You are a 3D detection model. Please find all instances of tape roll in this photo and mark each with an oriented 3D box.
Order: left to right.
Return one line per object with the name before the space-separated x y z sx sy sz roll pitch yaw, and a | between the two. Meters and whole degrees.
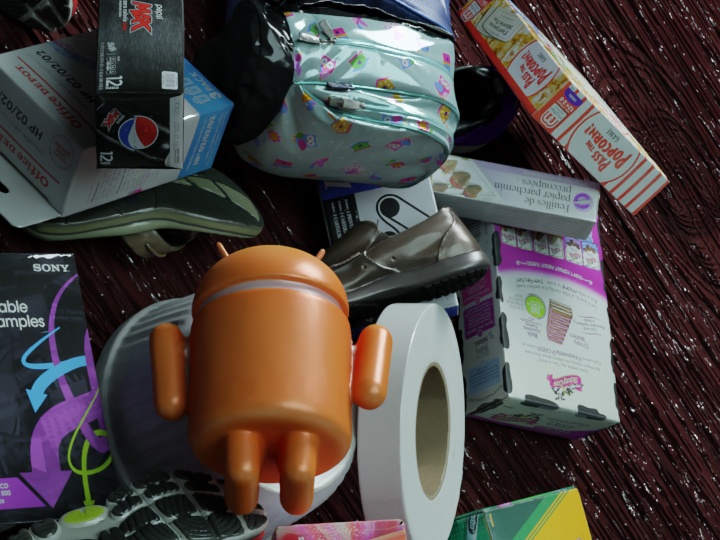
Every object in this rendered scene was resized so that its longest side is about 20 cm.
tape roll | 0.042 0.126 1.761 0.203 0.037 0.204 0 90 -74

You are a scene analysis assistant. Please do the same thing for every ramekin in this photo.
ramekin | -0.093 0.106 1.675 0.199 0.105 0.202 19 60 -36

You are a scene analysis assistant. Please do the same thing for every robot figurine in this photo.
robot figurine | -0.061 0.068 1.558 0.116 0.143 0.201 35 44 -45

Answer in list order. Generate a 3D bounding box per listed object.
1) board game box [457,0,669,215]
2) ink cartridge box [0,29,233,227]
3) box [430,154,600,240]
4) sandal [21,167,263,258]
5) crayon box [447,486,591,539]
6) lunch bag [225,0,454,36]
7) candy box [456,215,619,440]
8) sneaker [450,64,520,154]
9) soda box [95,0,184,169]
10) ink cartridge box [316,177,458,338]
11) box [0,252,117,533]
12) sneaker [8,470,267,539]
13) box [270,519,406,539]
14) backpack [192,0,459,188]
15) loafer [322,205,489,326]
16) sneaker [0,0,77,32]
board game box | 0.175 -0.152 1.956 0.151 0.046 0.200 41 12 -33
ink cartridge box | -0.206 -0.112 1.665 0.115 0.068 0.199 42 39 23
box | 0.103 -0.068 1.912 0.198 0.041 0.039 10 66 -4
sandal | -0.171 -0.043 1.708 0.200 0.058 0.080 -2 42 -26
crayon box | 0.148 0.288 1.840 0.118 0.058 0.201 -8 79 -44
lunch bag | -0.025 -0.246 1.872 0.199 0.136 0.133 27 45 -34
candy box | 0.151 0.037 1.960 0.136 0.061 0.201 15 60 -36
sneaker | 0.098 -0.147 1.966 0.200 0.099 0.070 -23 87 -49
soda box | -0.159 -0.158 1.623 0.063 0.071 0.201 0 40 -5
ink cartridge box | 0.015 -0.053 1.851 0.093 0.044 0.201 -13 77 0
box | -0.251 0.085 1.588 0.142 0.036 0.201 0 70 -43
sneaker | -0.161 0.202 1.552 0.199 0.085 0.077 -15 39 -19
box | -0.022 0.253 1.594 0.094 0.200 0.103 -1 68 -8
backpack | -0.020 -0.140 1.768 0.199 0.167 0.128 7 74 -24
loafer | 0.000 0.000 1.788 0.199 0.073 0.071 -15 74 -11
sneaker | -0.269 -0.279 1.712 0.201 0.077 0.085 57 40 -7
